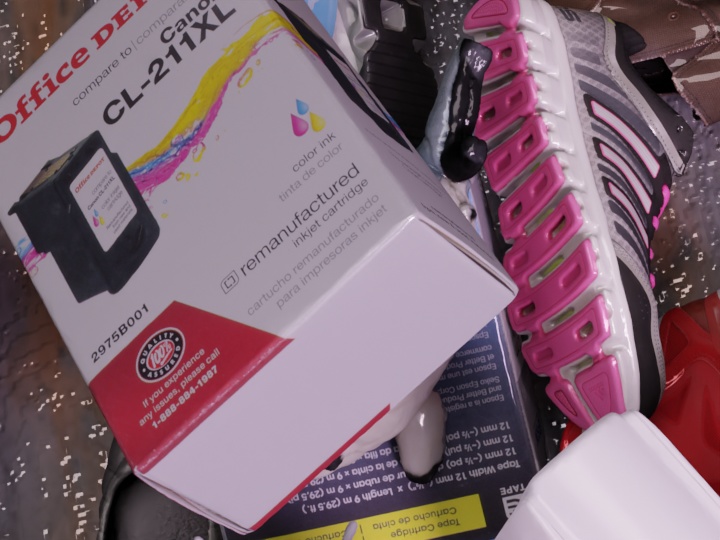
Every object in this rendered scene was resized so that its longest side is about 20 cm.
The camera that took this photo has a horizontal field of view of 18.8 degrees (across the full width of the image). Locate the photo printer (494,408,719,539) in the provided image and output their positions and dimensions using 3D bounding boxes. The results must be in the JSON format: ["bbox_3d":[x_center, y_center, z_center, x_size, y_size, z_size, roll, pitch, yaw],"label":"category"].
[{"bbox_3d":[0.133,0.161,0.829,0.069,0.166,0.200,-38,78,-16],"label":"photo printer"}]

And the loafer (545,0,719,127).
[{"bbox_3d":[0.172,-0.096,0.994,0.199,0.073,0.071,4,74,26],"label":"loafer"}]

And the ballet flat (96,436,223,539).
[{"bbox_3d":[-0.092,0.143,0.967,0.066,0.057,0.201,-4,68,15],"label":"ballet flat"}]

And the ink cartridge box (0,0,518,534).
[{"bbox_3d":[-0.055,-0.023,0.859,0.146,0.083,0.200,-43,52,10],"label":"ink cartridge box"}]

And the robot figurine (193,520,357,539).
[{"bbox_3d":[-0.013,0.194,0.830,0.113,0.169,0.201,-34,61,45],"label":"robot figurine"}]

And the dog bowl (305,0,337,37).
[{"bbox_3d":[-0.089,-0.081,1.020,0.111,0.049,0.201,38,104,40],"label":"dog bowl"}]

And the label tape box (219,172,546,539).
[{"bbox_3d":[0.003,0.062,0.960,0.143,0.066,0.201,-13,99,9],"label":"label tape box"}]

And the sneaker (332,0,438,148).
[{"bbox_3d":[-0.014,-0.085,1.040,0.088,0.074,0.201,-14,73,35],"label":"sneaker"}]

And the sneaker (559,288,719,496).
[{"bbox_3d":[0.155,0.106,0.918,0.115,0.078,0.201,-25,52,13],"label":"sneaker"}]

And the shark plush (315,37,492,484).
[{"bbox_3d":[0.000,0.000,0.887,0.083,0.091,0.201,27,108,32],"label":"shark plush"}]

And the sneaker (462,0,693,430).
[{"bbox_3d":[0.107,-0.029,0.930,0.087,0.074,0.201,-3,70,-28],"label":"sneaker"}]
